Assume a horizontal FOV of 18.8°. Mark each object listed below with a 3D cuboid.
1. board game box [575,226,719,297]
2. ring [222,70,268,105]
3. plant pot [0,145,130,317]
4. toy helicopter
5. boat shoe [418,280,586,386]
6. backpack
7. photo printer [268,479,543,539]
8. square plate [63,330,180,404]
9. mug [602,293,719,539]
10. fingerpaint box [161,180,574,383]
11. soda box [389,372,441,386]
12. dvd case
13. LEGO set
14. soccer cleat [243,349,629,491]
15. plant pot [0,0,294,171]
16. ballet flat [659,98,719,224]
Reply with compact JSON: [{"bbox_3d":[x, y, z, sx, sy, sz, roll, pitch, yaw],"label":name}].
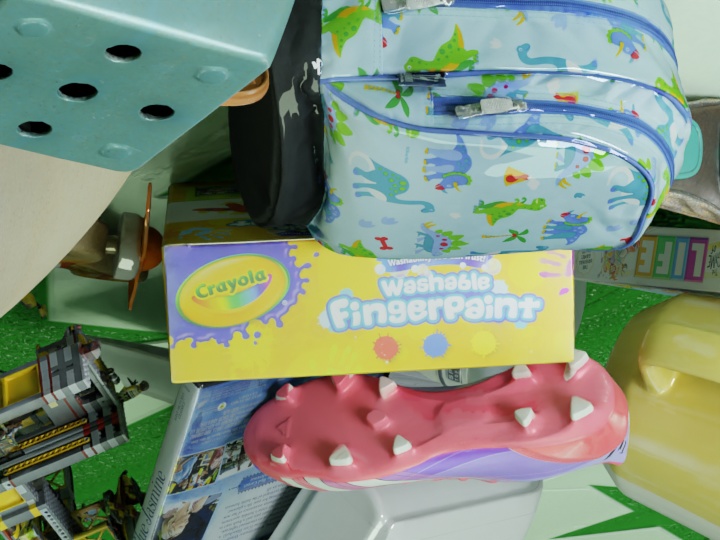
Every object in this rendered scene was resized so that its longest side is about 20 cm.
[{"bbox_3d":[0.226,0.002,1.213,0.134,0.035,0.200,9,178,-28],"label":"board game box"},{"bbox_3d":[-0.123,-0.117,0.823,0.199,0.200,0.019,13,111,-35],"label":"ring"},{"bbox_3d":[-0.170,-0.062,0.897,0.186,0.189,0.200,-18,-175,30],"label":"plant pot"},{"bbox_3d":[-0.152,-0.015,1.159,0.131,0.080,0.200,2,174,15],"label":"toy helicopter"},{"bbox_3d":[0.073,0.028,1.272,0.069,0.071,0.200,17,-163,23],"label":"boat shoe"},{"bbox_3d":[0.049,-0.075,0.989,0.199,0.155,0.164,-12,151,-14],"label":"backpack"},{"bbox_3d":[0.017,0.175,1.273,0.199,0.069,0.167,-4,130,-55],"label":"photo printer"},{"bbox_3d":[-0.052,0.082,1.334,0.199,0.029,0.198,14,180,41],"label":"square plate"},{"bbox_3d":[0.207,0.068,1.148,0.152,0.150,0.187,17,135,25],"label":"mug"},{"bbox_3d":[0.000,0.000,1.117,0.198,0.074,0.167,-3,-168,-4],"label":"fingerpaint box"},{"bbox_3d":[0.002,0.038,1.316,0.199,0.069,0.063,15,155,-39],"label":"soda box"},{"bbox_3d":[-0.059,0.115,1.195,0.142,0.018,0.201,-15,138,-38],"label":"dvd case"},{"bbox_3d":[-0.168,0.077,1.241,0.115,0.154,0.201,-22,126,6],"label":"LEGO set"},{"bbox_3d":[0.040,0.087,1.113,0.199,0.067,0.077,-10,142,14],"label":"soccer cleat"},{"bbox_3d":[-0.090,-0.145,0.691,0.141,0.201,0.141,12,152,-34],"label":"plant pot"},{"bbox_3d":[0.170,-0.059,1.138,0.199,0.069,0.067,13,172,-26],"label":"ballet flat"}]
